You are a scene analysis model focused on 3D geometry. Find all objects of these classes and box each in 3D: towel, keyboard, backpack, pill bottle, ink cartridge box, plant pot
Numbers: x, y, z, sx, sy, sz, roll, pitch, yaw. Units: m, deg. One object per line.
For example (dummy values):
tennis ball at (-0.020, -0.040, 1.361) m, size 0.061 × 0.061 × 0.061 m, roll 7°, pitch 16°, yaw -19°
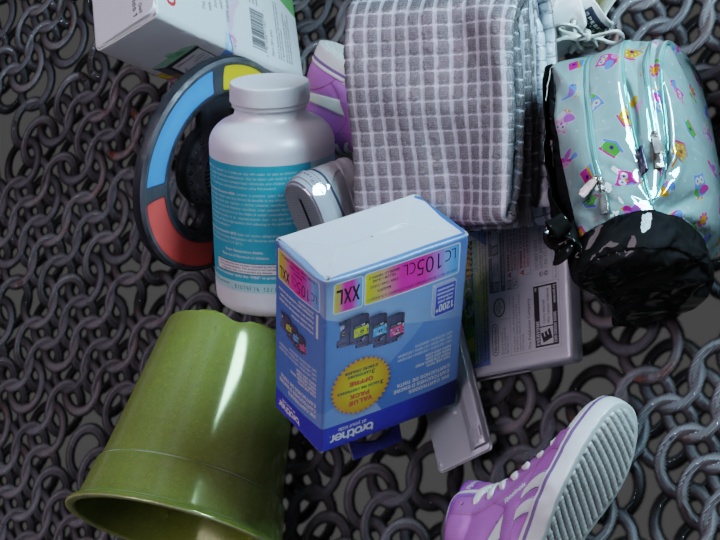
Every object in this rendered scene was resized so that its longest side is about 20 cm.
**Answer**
towel at (0.072, -0.127, 1.512) m, size 0.165 × 0.086 × 0.201 m, roll 0°, pitch 96°, yaw 30°
keyboard at (0.065, 0.068, 1.566) m, size 0.056 × 0.011 × 0.200 m, roll -33°, pitch 57°, yaw 36°
backpack at (0.208, -0.075, 1.429) m, size 0.126 × 0.167 × 0.200 m, roll -12°, pitch 65°, yaw 17°
pill bottle at (-0.076, -0.068, 1.640) m, size 0.111 × 0.111 × 0.200 m, roll 17°, pitch 116°, yaw 43°
ink cartridge box at (0.007, 0.055, 1.490) m, size 0.076 × 0.136 × 0.200 m, roll 44°, pitch 142°, yaw 42°
plant pot at (-0.136, 0.143, 1.646) m, size 0.200 × 0.200 × 0.190 m, roll -4°, pitch 61°, yaw 40°
ink cartridge box at (-0.155, -0.252, 1.750) m, size 0.084 × 0.200 × 0.145 m, roll -24°, pitch 62°, yaw 33°

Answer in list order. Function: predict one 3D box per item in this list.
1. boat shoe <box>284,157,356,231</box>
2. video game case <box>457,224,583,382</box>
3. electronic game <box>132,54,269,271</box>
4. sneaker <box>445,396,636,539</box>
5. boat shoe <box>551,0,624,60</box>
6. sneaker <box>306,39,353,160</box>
boat shoe at (0.000, 0.000, 1.597) m, size 0.073 × 0.067 × 0.200 m, roll 18°, pitch 131°, yaw 52°
video game case at (0.104, -0.007, 1.573) m, size 0.182 × 0.022 × 0.200 m, roll -14°, pitch 69°, yaw 38°
electronic game at (-0.133, -0.095, 1.686) m, size 0.042 × 0.200 × 0.200 m, roll 20°, pitch 91°, yaw 32°
sneaker at (0.128, 0.169, 1.457) m, size 0.114 × 0.073 × 0.201 m, roll 38°, pitch 103°, yaw 44°
boat shoe at (0.179, -0.211, 1.542) m, size 0.202 × 0.075 × 0.086 m, roll -50°, pitch 54°, yaw 6°
sneaker at (0.012, -0.116, 1.662) m, size 0.200 × 0.073 × 0.114 m, roll 39°, pitch 112°, yaw 47°
